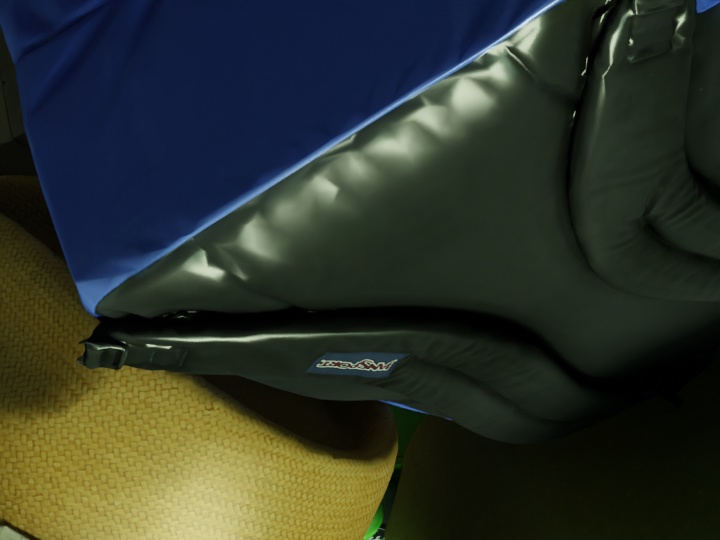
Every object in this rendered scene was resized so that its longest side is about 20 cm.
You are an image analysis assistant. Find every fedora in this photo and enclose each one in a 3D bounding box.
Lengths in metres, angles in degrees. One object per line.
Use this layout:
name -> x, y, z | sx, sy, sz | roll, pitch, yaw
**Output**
fedora -> -0.057, 0.037, 0.630 | 0.200, 0.201, 0.082 | 13, 118, -41

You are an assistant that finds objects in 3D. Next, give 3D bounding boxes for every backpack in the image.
backpack -> 0.038, -0.058, 0.605 | 0.162, 0.169, 0.200 | -27, 150, 27

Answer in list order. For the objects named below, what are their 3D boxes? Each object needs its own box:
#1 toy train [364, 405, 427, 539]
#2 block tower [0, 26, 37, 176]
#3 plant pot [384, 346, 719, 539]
toy train -> 0.064, 0.057, 0.812 | 0.199, 0.057, 0.042 | -3, 156, -21
block tower -> -0.141, -0.018, 0.714 | 0.199, 0.054, 0.058 | -24, 150, 18
plant pot -> 0.099, 0.103, 0.696 | 0.199, 0.190, 0.201 | -10, 118, -20
